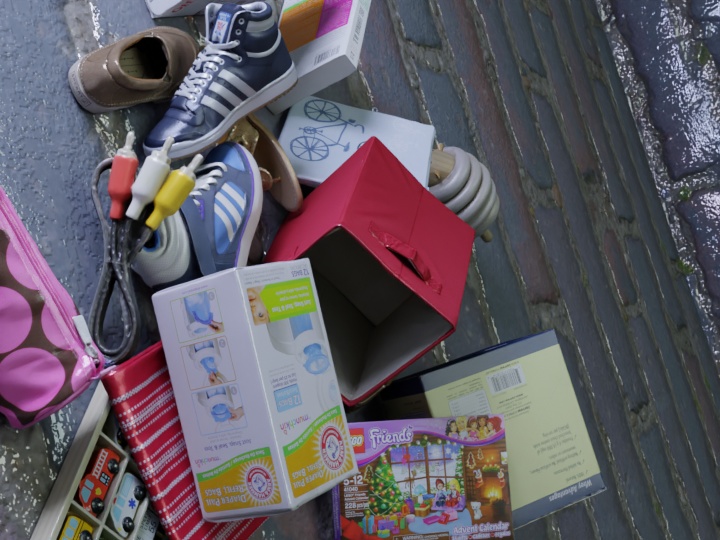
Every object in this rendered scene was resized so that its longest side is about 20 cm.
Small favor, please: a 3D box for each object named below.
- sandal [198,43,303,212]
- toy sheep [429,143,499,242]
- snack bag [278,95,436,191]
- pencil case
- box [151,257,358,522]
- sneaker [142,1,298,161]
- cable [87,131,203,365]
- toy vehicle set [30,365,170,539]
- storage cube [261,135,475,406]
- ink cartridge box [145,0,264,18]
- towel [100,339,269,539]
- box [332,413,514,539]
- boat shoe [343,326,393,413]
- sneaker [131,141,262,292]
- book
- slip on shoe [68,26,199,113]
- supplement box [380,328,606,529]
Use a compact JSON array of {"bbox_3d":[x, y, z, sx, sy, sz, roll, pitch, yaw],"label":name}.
[{"bbox_3d":[-0.144,-0.148,1.089,0.069,0.077,0.214,-26,88,-29],"label":"sandal"},{"bbox_3d":[0.137,-0.106,1.441,0.200,0.136,0.140,41,40,-40],"label":"toy sheep"},{"bbox_3d":[-0.004,-0.147,1.204,0.190,0.196,0.022,-79,-178,-51],"label":"snack bag"},{"bbox_3d":[-0.268,0.012,0.735,0.202,0.093,0.091,61,31,-13],"label":"pencil case"},{"bbox_3d":[-0.090,0.102,0.859,0.112,0.100,0.204,-9,85,-58],"label":"box"},{"bbox_3d":[-0.154,-0.200,0.998,0.199,0.070,0.110,-40,133,-29],"label":"sneaker"},{"bbox_3d":[-0.211,-0.025,0.854,0.050,0.096,0.203,94,13,-75],"label":"cable"},{"bbox_3d":[-0.196,0.196,0.809,0.125,0.026,0.202,49,35,-32],"label":"toy vehicle set"},{"bbox_3d":[0.000,0.000,1.072,0.170,0.199,0.181,40,36,-15],"label":"storage cube"},{"bbox_3d":[-0.145,-0.360,1.114,0.200,0.144,0.085,-33,99,-60],"label":"ink cartridge box"},{"bbox_3d":[-0.145,0.155,0.870,0.144,0.022,0.203,-32,101,-60],"label":"towel"},{"bbox_3d":[0.066,0.232,1.068,0.196,0.039,0.139,-1,80,-15],"label":"box"},{"bbox_3d":[0.025,0.098,1.188,0.076,0.073,0.200,61,30,-13],"label":"boat shoe"},{"bbox_3d":[-0.171,-0.069,0.957,0.146,0.080,0.203,39,47,-48],"label":"sneaker"},{"bbox_3d":[-0.051,-0.298,1.244,0.048,0.132,0.202,47,37,-33],"label":"book"},{"bbox_3d":[-0.212,-0.212,0.996,0.077,0.060,0.200,65,30,-7],"label":"slip on shoe"},{"bbox_3d":[0.158,0.203,1.198,0.197,0.134,0.203,-16,85,-22],"label":"supplement box"}]
